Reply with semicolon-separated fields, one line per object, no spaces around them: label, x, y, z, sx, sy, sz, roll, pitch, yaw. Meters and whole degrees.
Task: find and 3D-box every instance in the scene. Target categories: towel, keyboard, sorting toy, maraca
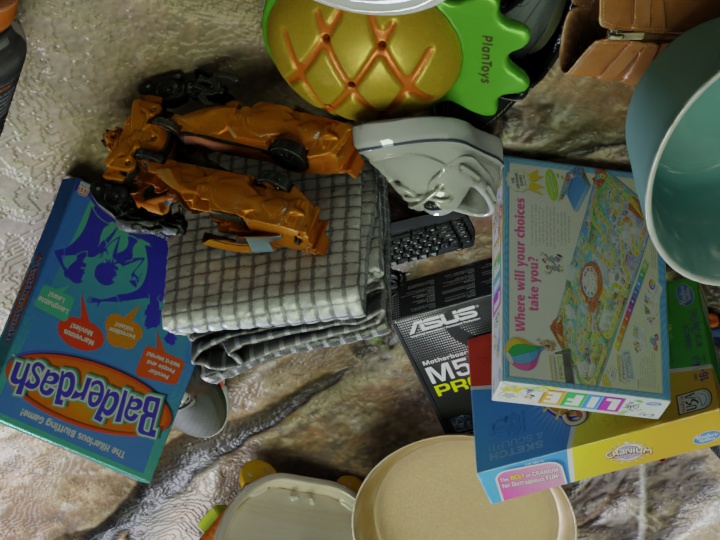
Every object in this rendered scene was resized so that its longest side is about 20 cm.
towel;-0.058;-0.014;1.670;0.164;0.201;0.086;-10;134;9
keyboard;0.000;0.000;1.769;0.198;0.040;0.104;-13;160;12
sorting toy;-0.088;0.263;2.008;0.199;0.108;0.180;13;146;-29
maraca;0.025;-0.165;1.584;0.198;0.108;0.138;8;140;10

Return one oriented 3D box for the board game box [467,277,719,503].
board game box;0.188;0.095;1.751;0.198;0.154;0.040;-17;131;13

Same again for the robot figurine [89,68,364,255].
robot figurine;-0.105;-0.076;1.632;0.199;0.146;0.058;13;154;26

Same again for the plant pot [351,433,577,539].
plant pot;0.092;0.222;1.918;0.198;0.028;0.202;4;120;7

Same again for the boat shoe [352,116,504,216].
boat shoe;0.058;-0.074;1.629;0.073;0.066;0.199;-7;173;31

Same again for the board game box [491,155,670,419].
board game box;0.170;0.011;1.700;0.133;0.202;0.034;7;151;-8

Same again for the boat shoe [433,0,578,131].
boat shoe;0.111;-0.162;1.626;0.074;0.066;0.200;21;130;-22

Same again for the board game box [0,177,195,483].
board game box;-0.202;0.048;1.741;0.151;0.201;0.045;24;170;-24

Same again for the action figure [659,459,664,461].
action figure;0.186;0.165;1.926;0.199;0.066;0.099;-10;143;31

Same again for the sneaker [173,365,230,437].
sneaker;-0.177;0.090;1.845;0.077;0.082;0.200;-21;130;18

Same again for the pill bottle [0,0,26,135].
pill bottle;-0.307;-0.139;1.610;0.105;0.107;0.201;14;132;-15

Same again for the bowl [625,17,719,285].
bowl;0.269;-0.101;1.552;0.199;0.105;0.202;-12;127;-17

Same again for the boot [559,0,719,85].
boot;0.216;-0.152;1.604;0.154;0.074;0.202;-11;123;-25

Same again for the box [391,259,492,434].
box;0.142;0.057;1.849;0.198;0.044;0.161;-15;132;12

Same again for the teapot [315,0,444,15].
teapot;0.003;-0.279;1.464;0.196;0.147;0.200;3;152;27

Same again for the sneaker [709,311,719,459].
sneaker;0.318;0.128;1.897;0.075;0.079;0.200;-22;130;20
